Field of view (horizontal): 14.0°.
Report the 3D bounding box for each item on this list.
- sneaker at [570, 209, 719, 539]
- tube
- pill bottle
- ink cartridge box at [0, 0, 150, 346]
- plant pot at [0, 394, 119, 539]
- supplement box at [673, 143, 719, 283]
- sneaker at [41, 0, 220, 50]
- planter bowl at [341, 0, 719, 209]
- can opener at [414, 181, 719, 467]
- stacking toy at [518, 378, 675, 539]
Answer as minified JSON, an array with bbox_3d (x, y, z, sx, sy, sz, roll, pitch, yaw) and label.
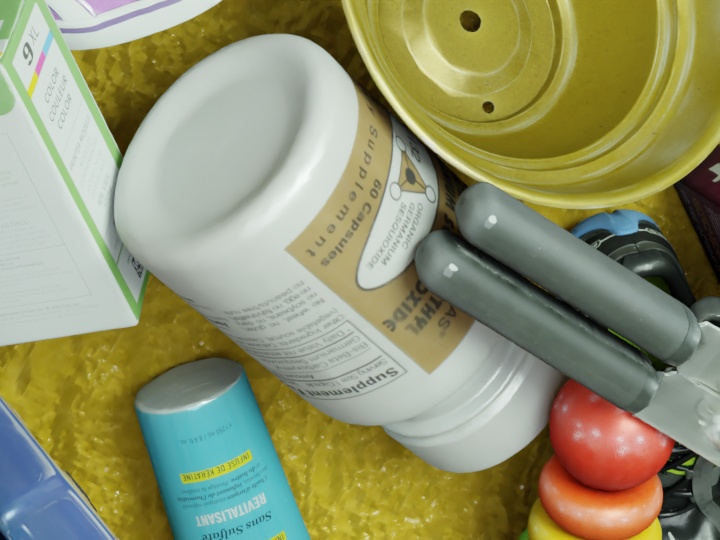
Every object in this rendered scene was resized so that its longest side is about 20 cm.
[{"bbox_3d":[0.131,0.073,1.309,0.071,0.083,0.200,-14,106,-7],"label":"sneaker"},{"bbox_3d":[-0.048,0.138,1.315,0.077,0.050,0.200,-17,111,2],"label":"tube"},{"bbox_3d":[0.000,0.000,1.229,0.114,0.114,0.200,-46,129,3],"label":"pill bottle"},{"bbox_3d":[-0.166,-0.058,1.179,0.104,0.059,0.200,-8,132,19],"label":"ink cartridge box"},{"bbox_3d":[-0.184,0.145,1.192,0.180,0.200,0.200,-39,129,-7],"label":"plant pot"},{"bbox_3d":[0.219,-0.017,1.242,0.110,0.200,0.086,-29,105,-3],"label":"supplement box"},{"bbox_3d":[-0.143,-0.147,1.167,0.200,0.073,0.114,-6,142,6],"label":"sneaker"},{"bbox_3d":[0.062,-0.115,1.234,0.200,0.083,0.201,6,75,-25],"label":"planter bowl"},{"bbox_3d":[0.110,0.023,1.203,0.200,0.067,0.053,31,112,-22],"label":"can opener"},{"bbox_3d":[0.102,0.125,1.283,0.085,0.085,0.200,1,125,-11],"label":"stacking toy"}]
